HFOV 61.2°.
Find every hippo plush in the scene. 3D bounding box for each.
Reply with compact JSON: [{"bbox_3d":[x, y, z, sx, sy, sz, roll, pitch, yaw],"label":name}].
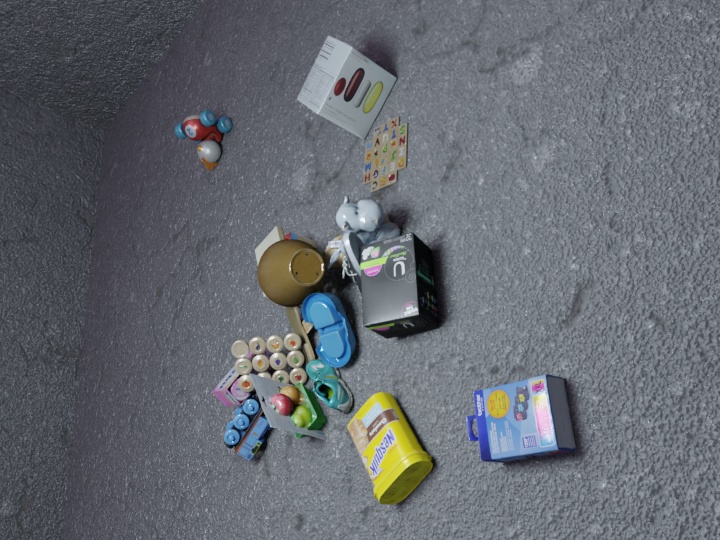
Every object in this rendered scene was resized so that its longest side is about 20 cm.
[{"bbox_3d":[-0.004,-0.125,1.544,0.196,0.162,0.161,-6,51,10],"label":"hippo plush"}]

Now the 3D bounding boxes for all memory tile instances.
[{"bbox_3d":[-0.253,0.256,1.694,0.017,0.196,0.156,-98,1,-81],"label":"memory tile"}]

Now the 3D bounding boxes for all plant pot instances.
[{"bbox_3d":[-0.166,-0.001,1.607,0.200,0.184,0.190,166,117,-71],"label":"plant pot"}]

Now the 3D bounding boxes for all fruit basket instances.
[{"bbox_3d":[-0.193,0.361,1.594,0.094,0.198,0.186,-53,44,18],"label":"fruit basket"}]

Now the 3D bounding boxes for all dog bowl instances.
[{"bbox_3d":[-0.078,0.150,1.593,0.110,0.049,0.203,-20,92,33],"label":"dog bowl"}]

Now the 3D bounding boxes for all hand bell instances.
[{"bbox_3d":[0.000,0.000,1.619,0.200,0.103,0.105,41,107,34],"label":"hand bell"}]

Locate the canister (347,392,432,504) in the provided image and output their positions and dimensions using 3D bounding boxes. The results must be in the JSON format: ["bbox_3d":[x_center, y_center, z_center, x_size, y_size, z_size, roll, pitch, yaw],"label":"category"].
[{"bbox_3d":[0.060,0.398,1.383,0.149,0.086,0.201,-53,42,20],"label":"canister"}]

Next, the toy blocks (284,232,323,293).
[{"bbox_3d":[-0.189,-0.028,1.784,0.099,0.136,0.203,-31,54,37],"label":"toy blocks"}]

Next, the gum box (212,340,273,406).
[{"bbox_3d":[-0.332,0.301,1.795,0.113,0.066,0.201,-23,24,52],"label":"gum box"}]

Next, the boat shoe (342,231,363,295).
[{"bbox_3d":[-0.011,-0.011,1.499,0.067,0.200,0.074,-9,48,22],"label":"boat shoe"}]

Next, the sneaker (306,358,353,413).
[{"bbox_3d":[-0.092,0.294,1.597,0.200,0.079,0.078,40,106,49],"label":"sneaker"}]

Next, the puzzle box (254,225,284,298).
[{"bbox_3d":[-0.283,-0.027,1.974,0.133,0.025,0.202,-41,49,30],"label":"puzzle box"}]

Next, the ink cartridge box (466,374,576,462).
[{"bbox_3d":[0.296,0.289,1.166,0.199,0.076,0.139,-26,57,42],"label":"ink cartridge box"}]

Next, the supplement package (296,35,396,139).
[{"bbox_3d":[-0.039,-0.525,1.759,0.147,0.190,0.202,44,109,46],"label":"supplement package"}]

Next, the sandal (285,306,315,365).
[{"bbox_3d":[-0.152,0.162,1.734,0.078,0.069,0.215,-39,67,61],"label":"sandal"}]

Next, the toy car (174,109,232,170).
[{"bbox_3d":[-0.624,-0.507,2.445,0.182,0.176,0.204,-14,77,32],"label":"toy car"}]

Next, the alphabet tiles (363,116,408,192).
[{"bbox_3d":[0.069,-0.325,1.703,0.165,0.006,0.203,-15,65,44],"label":"alphabet tiles"}]

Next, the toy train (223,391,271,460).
[{"bbox_3d":[-0.313,0.442,1.764,0.202,0.113,0.087,-57,12,6],"label":"toy train"}]

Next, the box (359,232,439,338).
[{"bbox_3d":[0.090,0.039,1.430,0.147,0.124,0.203,-14,65,26],"label":"box"}]
